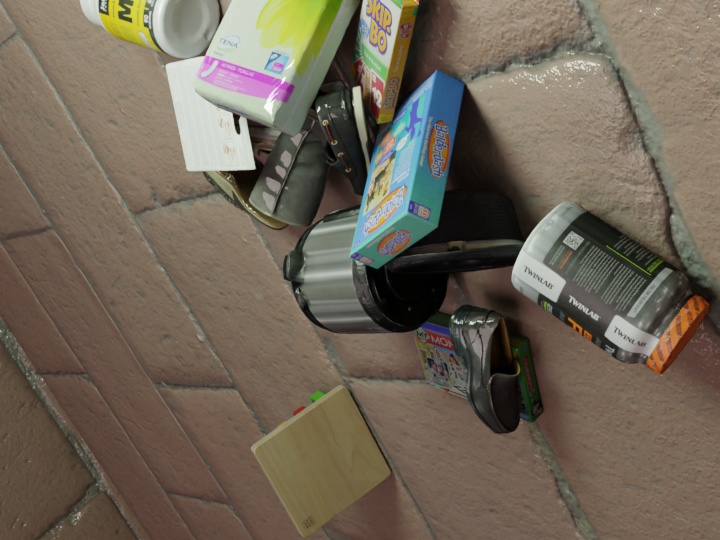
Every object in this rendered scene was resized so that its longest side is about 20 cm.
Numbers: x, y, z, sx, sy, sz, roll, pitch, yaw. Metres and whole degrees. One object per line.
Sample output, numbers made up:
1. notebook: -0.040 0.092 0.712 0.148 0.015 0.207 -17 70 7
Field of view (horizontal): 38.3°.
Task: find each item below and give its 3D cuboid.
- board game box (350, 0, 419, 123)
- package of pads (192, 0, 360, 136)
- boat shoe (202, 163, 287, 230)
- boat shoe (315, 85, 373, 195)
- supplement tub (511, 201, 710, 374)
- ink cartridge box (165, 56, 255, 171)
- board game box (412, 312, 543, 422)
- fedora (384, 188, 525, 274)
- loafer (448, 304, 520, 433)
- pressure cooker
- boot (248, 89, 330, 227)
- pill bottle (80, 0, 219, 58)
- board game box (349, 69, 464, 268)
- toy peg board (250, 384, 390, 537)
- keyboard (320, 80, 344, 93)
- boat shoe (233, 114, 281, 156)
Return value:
1. board game box: 0.028 -0.281 1.241 0.200 0.030 0.096 106 146 -49
2. package of pads: -0.108 -0.284 1.293 0.154 0.201 0.068 24 177 34
3. boat shoe: -0.181 -0.132 1.640 0.200 0.073 0.065 45 158 16
4. boat shoe: -0.015 -0.162 1.345 0.202 0.063 0.074 72 -170 -60
5. supplement tub: 0.282 0.022 1.173 0.200 0.122 0.123 37 145 22
6. ink cartridge box: -0.197 -0.222 1.456 0.200 0.047 0.161 6 109 53
7. board game box: 0.166 0.135 1.511 0.200 0.029 0.135 15 134 42
8. fedora: 0.125 -0.049 1.292 0.200 0.200 0.092 -12 80 54
9. loafer: 0.183 0.141 1.407 0.072 0.073 0.200 2 124 44
10. pressure cooker: -0.001 0.003 1.440 0.200 0.179 0.176 -6 125 49
11. boot: -0.112 -0.171 1.431 0.181 0.073 0.200 31 135 -2
12. pill bottle: -0.309 -0.382 1.501 0.200 0.114 0.115 23 138 36
13. board game box: 0.055 -0.119 1.250 0.045 0.201 0.152 22 154 -19
14. toy peg board: -0.083 0.333 1.869 0.200 0.199 0.098 63 161 -18
15. keyboard: -0.002 -0.168 1.438 0.056 0.011 0.200 3 124 55
16. boat shoe: -0.148 -0.201 1.519 0.200 0.075 0.069 10 124 45
